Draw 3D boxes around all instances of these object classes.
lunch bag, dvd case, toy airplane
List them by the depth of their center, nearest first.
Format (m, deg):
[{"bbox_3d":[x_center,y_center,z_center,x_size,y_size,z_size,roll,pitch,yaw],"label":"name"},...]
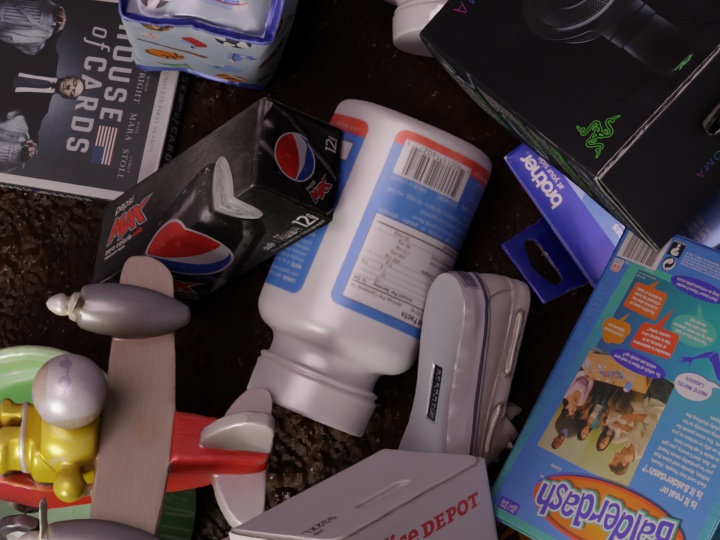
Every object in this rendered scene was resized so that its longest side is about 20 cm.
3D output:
[{"bbox_3d":[-0.147,0.099,1.255,0.199,0.141,0.200,-42,54,-14],"label":"toy airplane"},{"bbox_3d":[-0.084,-0.236,1.376,0.124,0.170,0.200,10,83,-4],"label":"lunch bag"},{"bbox_3d":[-0.220,-0.130,1.491,0.200,0.025,0.151,9,84,21],"label":"dvd case"}]

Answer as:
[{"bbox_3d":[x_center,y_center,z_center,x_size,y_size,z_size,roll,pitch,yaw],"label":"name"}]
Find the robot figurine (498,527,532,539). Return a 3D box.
[{"bbox_3d":[0.150,0.183,1.252,0.200,0.058,0.145,-40,51,29],"label":"robot figurine"}]

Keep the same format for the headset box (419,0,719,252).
[{"bbox_3d":[0.166,-0.134,1.234,0.174,0.093,0.200,-46,47,2],"label":"headset box"}]

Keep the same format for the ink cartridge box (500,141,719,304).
[{"bbox_3d":[0.187,-0.054,1.311,0.200,0.076,0.137,-38,71,11],"label":"ink cartridge box"}]

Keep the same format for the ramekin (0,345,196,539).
[{"bbox_3d":[-0.208,0.156,1.395,0.200,0.098,0.200,-4,79,18],"label":"ramekin"}]

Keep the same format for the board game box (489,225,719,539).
[{"bbox_3d":[0.177,0.085,1.195,0.152,0.045,0.200,25,86,42],"label":"board game box"}]

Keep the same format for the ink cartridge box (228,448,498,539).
[{"bbox_3d":[0.016,0.220,1.198,0.084,0.145,0.200,1,107,41],"label":"ink cartridge box"}]

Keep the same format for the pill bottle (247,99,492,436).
[{"bbox_3d":[0.000,0.000,1.344,0.112,0.112,0.200,22,88,21],"label":"pill bottle"}]

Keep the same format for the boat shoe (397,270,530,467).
[{"bbox_3d":[0.071,0.097,1.322,0.071,0.070,0.200,30,116,60],"label":"boat shoe"}]

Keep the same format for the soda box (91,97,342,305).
[{"bbox_3d":[-0.096,-0.037,1.350,0.200,0.063,0.071,-30,46,47],"label":"soda box"}]

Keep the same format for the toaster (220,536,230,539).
[{"bbox_3d":[-0.057,0.253,1.291,0.113,0.200,0.129,19,69,22],"label":"toaster"}]

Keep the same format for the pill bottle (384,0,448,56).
[{"bbox_3d":[0.055,-0.247,1.371,0.111,0.111,0.200,-5,79,18],"label":"pill bottle"}]
